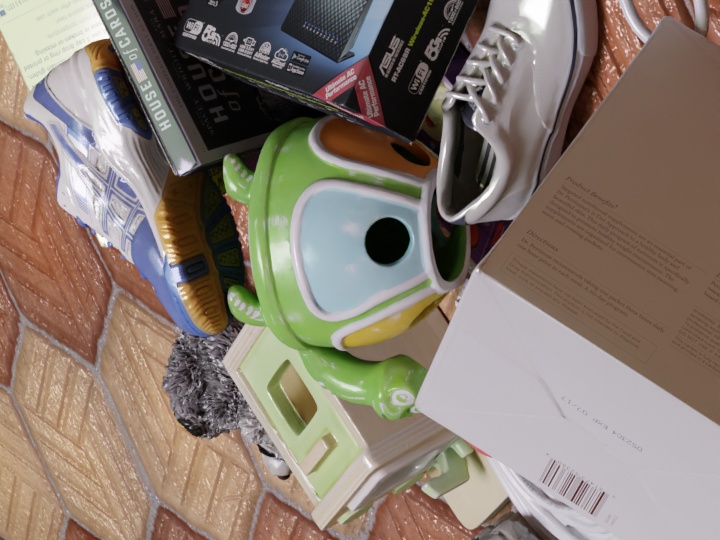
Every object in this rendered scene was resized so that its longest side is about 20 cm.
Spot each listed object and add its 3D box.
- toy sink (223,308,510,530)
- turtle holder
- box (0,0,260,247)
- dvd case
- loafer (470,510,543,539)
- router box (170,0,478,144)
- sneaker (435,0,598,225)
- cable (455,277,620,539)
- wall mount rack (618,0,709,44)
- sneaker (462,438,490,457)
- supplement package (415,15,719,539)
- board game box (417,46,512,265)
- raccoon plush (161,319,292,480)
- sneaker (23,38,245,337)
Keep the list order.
[{"bbox_3d":[0.008,0.100,1.951,0.200,0.112,0.130,56,153,11],"label":"toy sink"},{"bbox_3d":[-0.004,-0.006,1.777,0.131,0.141,0.186,-1,77,24],"label":"turtle holder"},{"bbox_3d":[-0.137,-0.142,1.892,0.097,0.176,0.200,-21,96,29],"label":"box"},{"bbox_3d":[-0.094,-0.145,1.831,0.025,0.200,0.151,-28,88,28],"label":"dvd case"},{"bbox_3d":[0.102,0.205,1.883,0.070,0.070,0.200,50,-179,2],"label":"loafer"},{"bbox_3d":[-0.014,-0.174,1.703,0.062,0.150,0.200,27,177,-39],"label":"router box"},{"bbox_3d":[0.088,-0.110,1.649,0.073,0.071,0.200,32,130,36],"label":"sneaker"},{"bbox_3d":[0.144,0.100,1.766,0.200,0.069,0.200,41,147,34],"label":"cable"},{"bbox_3d":[0.145,-0.218,1.478,0.174,0.075,0.200,15,128,50],"label":"wall mount rack"},{"bbox_3d":[0.130,0.076,1.623,0.200,0.071,0.098,13,147,35],"label":"sneaker"},{"bbox_3d":[0.169,0.019,1.446,0.191,0.200,0.147,33,148,7],"label":"supplement package"},{"bbox_3d":[0.036,-0.111,1.807,0.200,0.032,0.120,50,155,22],"label":"board game box"},{"bbox_3d":[-0.083,0.058,2.105,0.134,0.097,0.200,2,117,51],"label":"raccoon plush"},{"bbox_3d":[-0.144,-0.044,1.789,0.088,0.075,0.200,-25,86,31],"label":"sneaker"}]
